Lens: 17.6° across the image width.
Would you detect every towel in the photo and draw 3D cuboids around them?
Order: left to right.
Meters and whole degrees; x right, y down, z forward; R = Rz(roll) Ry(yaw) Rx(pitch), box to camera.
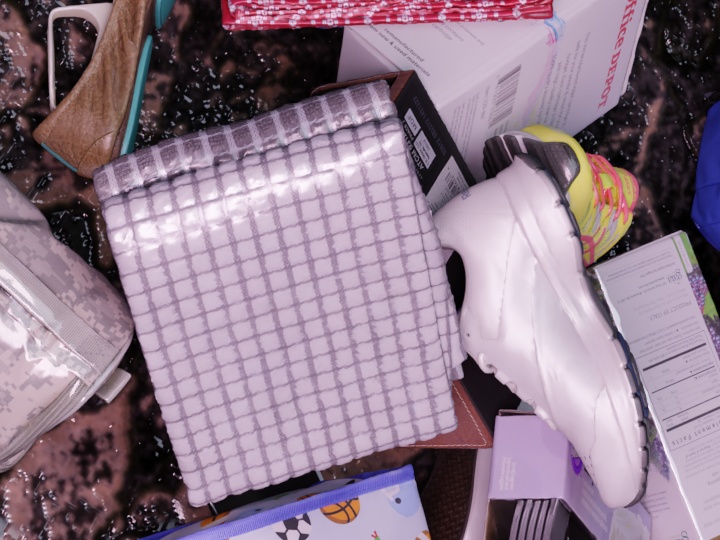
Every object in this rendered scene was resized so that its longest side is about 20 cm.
[{"bbox_3d":[-0.038,0.010,1.213,0.164,0.086,0.201,-17,127,-3],"label":"towel"},{"bbox_3d":[0.015,-0.197,1.374,0.198,0.023,0.145,-3,45,-2],"label":"towel"}]

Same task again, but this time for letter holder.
[{"bbox_3d":[0.000,0.000,1.352,0.201,0.141,0.101,59,44,-30],"label":"letter holder"}]

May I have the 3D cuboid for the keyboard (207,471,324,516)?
[{"bbox_3d":[-0.056,0.185,1.362,0.127,0.021,0.201,-24,89,-31],"label":"keyboard"}]

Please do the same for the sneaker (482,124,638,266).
[{"bbox_3d":[0.125,-0.046,1.394,0.090,0.200,0.079,-20,78,-5],"label":"sneaker"}]

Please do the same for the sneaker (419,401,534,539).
[{"bbox_3d":[0.084,0.142,1.413,0.084,0.073,0.201,30,71,-28],"label":"sneaker"}]

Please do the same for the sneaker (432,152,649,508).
[{"bbox_3d":[0.101,0.040,1.276,0.087,0.075,0.201,-24,87,6],"label":"sneaker"}]

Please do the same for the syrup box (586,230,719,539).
[{"bbox_3d":[0.193,0.087,1.478,0.081,0.079,0.201,-21,87,-30],"label":"syrup box"}]

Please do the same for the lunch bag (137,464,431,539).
[{"bbox_3d":[-0.055,0.214,1.275,0.199,0.124,0.171,-16,87,-37],"label":"lunch bag"}]

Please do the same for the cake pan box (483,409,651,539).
[{"bbox_3d":[0.116,0.198,1.347,0.200,0.052,0.186,50,41,-57],"label":"cake pan box"}]

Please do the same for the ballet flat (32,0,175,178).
[{"bbox_3d":[-0.146,-0.151,1.380,0.072,0.068,0.201,17,73,-2],"label":"ballet flat"}]

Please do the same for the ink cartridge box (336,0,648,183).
[{"bbox_3d":[0.080,-0.125,1.425,0.199,0.146,0.087,-34,63,-28],"label":"ink cartridge box"}]

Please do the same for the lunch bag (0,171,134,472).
[{"bbox_3d":[-0.221,0.006,1.236,0.200,0.168,0.140,44,62,-10],"label":"lunch bag"}]

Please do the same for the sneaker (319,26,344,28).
[{"bbox_3d":[-0.017,-0.242,1.453,0.104,0.076,0.202,-12,84,-28],"label":"sneaker"}]

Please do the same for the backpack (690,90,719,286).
[{"bbox_3d":[0.334,-0.048,1.513,0.161,0.200,0.169,12,72,-24],"label":"backpack"}]
